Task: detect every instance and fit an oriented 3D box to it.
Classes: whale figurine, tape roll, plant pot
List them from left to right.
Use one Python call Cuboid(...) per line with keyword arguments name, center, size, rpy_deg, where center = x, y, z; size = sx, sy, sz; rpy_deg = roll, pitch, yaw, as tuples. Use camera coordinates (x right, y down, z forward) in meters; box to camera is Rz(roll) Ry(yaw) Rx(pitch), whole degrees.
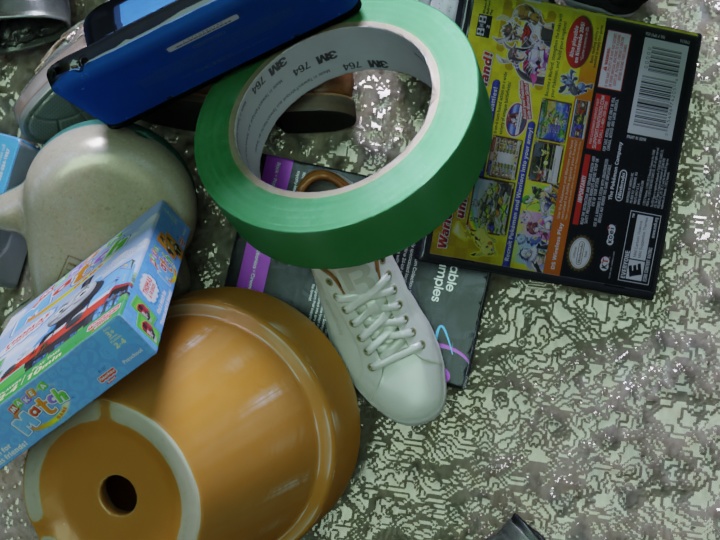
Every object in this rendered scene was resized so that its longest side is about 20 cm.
Cuboid(name="whale figurine", center=(-0.206, -0.024, 0.836), size=(0.159, 0.104, 0.200), rpy_deg=(22, 112, -15))
Cuboid(name="plant pot", center=(-0.123, 0.125, 0.733), size=(0.200, 0.183, 0.200), rpy_deg=(3, 100, 18))
Cuboid(name="tape roll", center=(-0.012, -0.097, 0.733), size=(0.200, 0.048, 0.201), rpy_deg=(-9, 57, 14))

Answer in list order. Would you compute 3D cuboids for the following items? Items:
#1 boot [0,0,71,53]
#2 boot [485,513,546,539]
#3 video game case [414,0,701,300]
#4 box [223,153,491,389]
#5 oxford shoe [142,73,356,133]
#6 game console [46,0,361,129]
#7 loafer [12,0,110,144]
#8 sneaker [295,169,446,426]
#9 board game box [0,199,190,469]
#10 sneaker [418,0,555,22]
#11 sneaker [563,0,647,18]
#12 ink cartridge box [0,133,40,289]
Cuboid(name="boot", center=(-0.327, -0.270, 0.873), size=(0.182, 0.073, 0.200), rpy_deg=(-8, 83, 7))
Cuboid(name="boot", center=(0.118, 0.288, 0.776), size=(0.131, 0.068, 0.200), rpy_deg=(-27, 84, -1))
Cuboid(name="video game case", center=(0.145, -0.091, 0.791), size=(0.181, 0.026, 0.200), rpy_deg=(10, 92, -8))
Cuboid(name="box", center=(0.000, 0.000, 0.829), size=(0.200, 0.036, 0.143), rpy_deg=(13, 88, 10))
Cuboid(name="oxford shoe", center=(-0.104, -0.148, 0.842), size=(0.200, 0.071, 0.071), rpy_deg=(0, 80, -4))
Cuboid(name="game console", center=(-0.113, -0.193, 0.735), size=(0.200, 0.171, 0.118), rpy_deg=(-26, 82, 4))
Cuboid(name="loafer", center=(-0.196, -0.181, 0.861), size=(0.200, 0.072, 0.063), rpy_deg=(-39, 64, -4))
Cuboid(name="sneaker", center=(0.000, 0.021, 0.769), size=(0.073, 0.085, 0.200), rpy_deg=(-27, 84, 3))
Cuboid(name="board game box", center=(-0.186, 0.041, 0.699), size=(0.151, 0.200, 0.037), rpy_deg=(-36, 108, 11))
Cuboid(name="sneaker", center=(0.100, -0.238, 0.826), size=(0.115, 0.075, 0.200), rpy_deg=(16, 94, 1))
Cuboid(name="sneaker", center=(0.149, -0.240, 0.750), size=(0.200, 0.114, 0.076), rpy_deg=(14, 75, -29))
Cuboid(name="ink cartridge box", center=(-0.361, -0.068, 0.864), size=(0.200, 0.067, 0.116), rpy_deg=(16, 87, 10))
